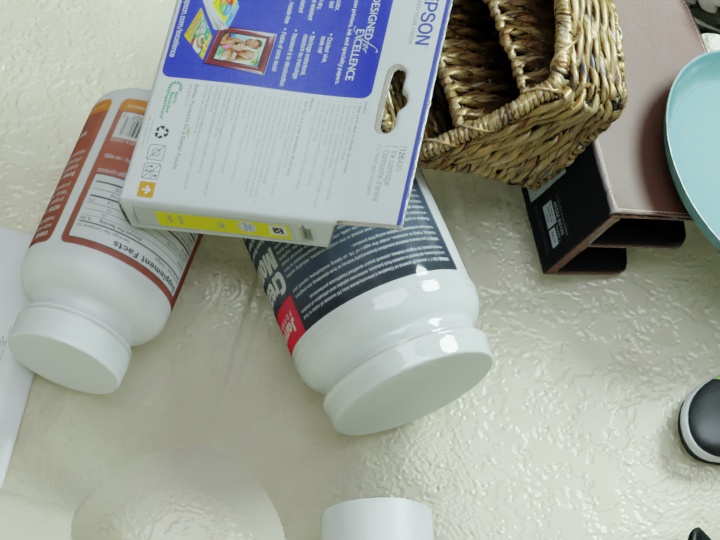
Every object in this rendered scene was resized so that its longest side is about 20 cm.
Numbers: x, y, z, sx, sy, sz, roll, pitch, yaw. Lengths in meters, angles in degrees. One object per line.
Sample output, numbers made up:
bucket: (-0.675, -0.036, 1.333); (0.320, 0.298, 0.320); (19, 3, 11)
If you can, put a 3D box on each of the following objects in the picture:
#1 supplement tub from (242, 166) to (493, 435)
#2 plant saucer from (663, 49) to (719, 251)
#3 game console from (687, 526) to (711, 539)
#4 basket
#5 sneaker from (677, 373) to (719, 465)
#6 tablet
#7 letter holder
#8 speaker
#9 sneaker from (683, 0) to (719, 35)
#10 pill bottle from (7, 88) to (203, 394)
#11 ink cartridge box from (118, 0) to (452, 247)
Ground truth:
supplement tub: (0.000, 0.000, 1.455); (0.139, 0.141, 0.201); (-18, 69, -15)
plant saucer: (0.299, -0.071, 1.516); (0.199, 0.027, 0.202); (16, 57, -26)
game console: (0.286, 0.294, 1.375); (0.174, 0.117, 0.202); (9, 65, -3)
basket: (0.087, -0.178, 1.458); (0.148, 0.143, 0.201); (9, 53, -38)
sneaker: (0.327, 0.083, 1.489); (0.198, 0.083, 0.072); (-15, 68, -7)
tablet: (-0.295, 0.055, 1.462); (0.129, 0.014, 0.202); (13, 64, -1)
letter holder: (0.197, -0.107, 1.553); (0.141, 0.101, 0.202); (1, 64, -29)
speaker: (0.015, 0.257, 1.375); (0.080, 0.081, 0.202); (0, 66, -7)
sneaker: (0.252, -0.232, 1.636); (0.066, 0.091, 0.200); (-45, 52, -14)
pill bottle: (-0.174, -0.019, 1.458); (0.111, 0.112, 0.201); (20, 65, 2)
ink cartridge box: (-0.047, -0.114, 1.407); (0.198, 0.047, 0.199); (8, 63, 11)
